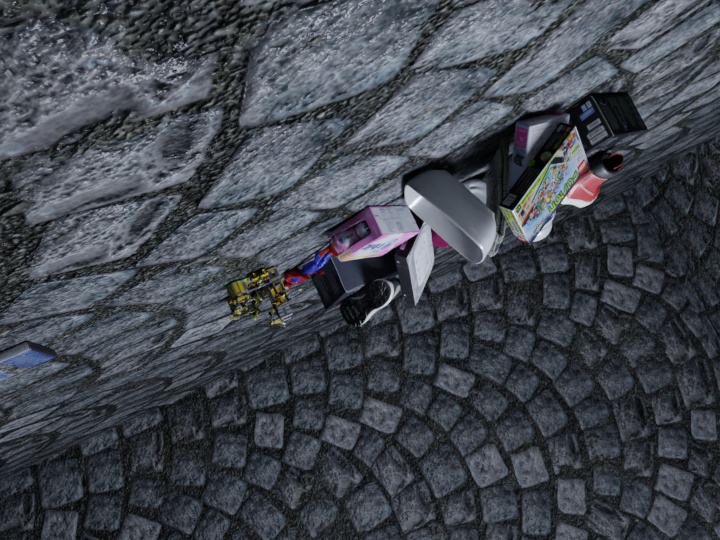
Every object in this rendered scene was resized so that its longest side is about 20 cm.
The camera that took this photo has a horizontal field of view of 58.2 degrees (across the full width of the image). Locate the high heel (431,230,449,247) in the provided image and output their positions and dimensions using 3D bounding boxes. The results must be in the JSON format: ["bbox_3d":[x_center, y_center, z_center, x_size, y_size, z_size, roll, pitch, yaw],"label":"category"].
[{"bbox_3d":[0.152,-0.068,1.681,0.067,0.097,0.200,-20,170,-32],"label":"high heel"}]

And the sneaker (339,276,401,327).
[{"bbox_3d":[0.025,0.076,1.571,0.199,0.075,0.079,-34,173,41],"label":"sneaker"}]

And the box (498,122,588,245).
[{"bbox_3d":[0.340,-0.159,1.191,0.201,0.035,0.110,-52,135,-9],"label":"box"}]

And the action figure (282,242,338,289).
[{"bbox_3d":[-0.114,-0.003,1.476,0.199,0.052,0.065,-29,175,36],"label":"action figure"}]

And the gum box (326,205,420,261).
[{"bbox_3d":[0.029,-0.078,1.348,0.113,0.067,0.199,-31,170,27],"label":"gum box"}]

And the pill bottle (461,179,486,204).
[{"bbox_3d":[0.262,-0.134,1.526,0.118,0.121,0.200,-25,172,3],"label":"pill bottle"}]

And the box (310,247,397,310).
[{"bbox_3d":[0.000,0.000,1.627,0.198,0.105,0.182,-22,170,-24],"label":"box"}]

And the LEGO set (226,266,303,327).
[{"bbox_3d":[-0.216,0.080,1.419,0.152,0.117,0.200,-22,171,-23],"label":"LEGO set"}]

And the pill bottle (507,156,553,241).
[{"bbox_3d":[0.379,-0.157,1.461,0.119,0.121,0.200,-26,144,6],"label":"pill bottle"}]

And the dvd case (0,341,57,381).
[{"bbox_3d":[-0.640,0.177,1.107,0.198,0.018,0.143,-25,172,-13],"label":"dvd case"}]

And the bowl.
[{"bbox_3d":[0.179,-0.109,1.230,0.075,0.200,0.200,-46,172,-2],"label":"bowl"}]

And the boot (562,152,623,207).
[{"bbox_3d":[0.506,-0.199,1.373,0.144,0.073,0.199,-33,167,36],"label":"boot"}]

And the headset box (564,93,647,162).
[{"bbox_3d":[0.467,-0.277,1.332,0.199,0.094,0.174,-18,169,-44],"label":"headset box"}]

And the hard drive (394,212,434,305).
[{"bbox_3d":[0.131,-0.027,1.527,0.201,0.037,0.141,75,35,-54],"label":"hard drive"}]

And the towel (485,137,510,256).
[{"bbox_3d":[0.270,-0.143,1.294,0.034,0.203,0.193,4,171,8],"label":"towel"}]

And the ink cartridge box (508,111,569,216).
[{"bbox_3d":[0.332,-0.188,1.221,0.118,0.203,0.042,-20,-149,-34],"label":"ink cartridge box"}]
